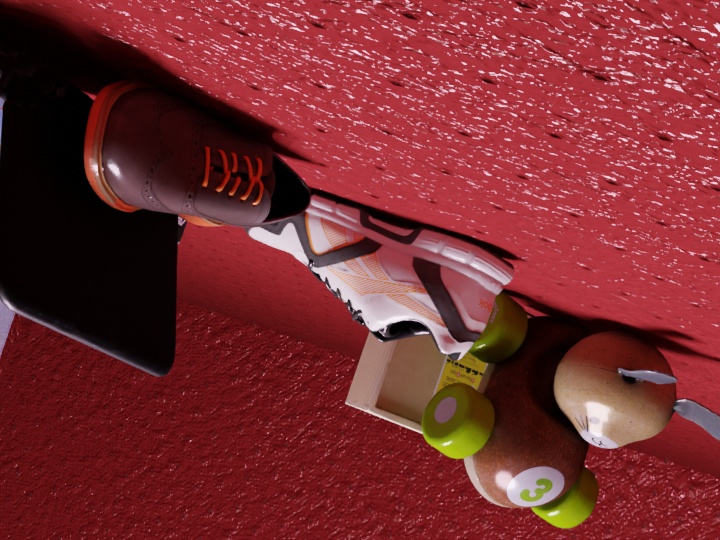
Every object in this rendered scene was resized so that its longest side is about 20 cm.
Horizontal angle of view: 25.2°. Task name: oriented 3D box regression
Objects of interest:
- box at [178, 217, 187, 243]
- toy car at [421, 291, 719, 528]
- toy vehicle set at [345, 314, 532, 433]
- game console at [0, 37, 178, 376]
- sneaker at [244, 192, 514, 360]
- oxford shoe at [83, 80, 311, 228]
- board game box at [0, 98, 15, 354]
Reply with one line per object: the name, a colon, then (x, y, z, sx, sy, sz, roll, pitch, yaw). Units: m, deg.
box: (-0.272, -0.088, 1.354, 0.193, 0.048, 0.200, 13, 171, 34)
toy car: (0.181, 0.108, 1.220, 0.164, 0.158, 0.200, 36, 155, -34)
toy vehicle set: (0.078, 0.077, 1.312, 0.026, 0.124, 0.200, 15, 172, 43)
game console: (-0.183, -0.047, 0.898, 0.176, 0.117, 0.200, 29, 176, 23)
sneaker: (0.000, 0.000, 1.083, 0.200, 0.080, 0.074, 19, 176, 27)
oxford shoe: (-0.087, -0.062, 0.892, 0.072, 0.071, 0.200, 8, 179, 20)
board game box: (-0.265, -0.042, 0.971, 0.041, 0.200, 0.200, 15, 172, 26)
